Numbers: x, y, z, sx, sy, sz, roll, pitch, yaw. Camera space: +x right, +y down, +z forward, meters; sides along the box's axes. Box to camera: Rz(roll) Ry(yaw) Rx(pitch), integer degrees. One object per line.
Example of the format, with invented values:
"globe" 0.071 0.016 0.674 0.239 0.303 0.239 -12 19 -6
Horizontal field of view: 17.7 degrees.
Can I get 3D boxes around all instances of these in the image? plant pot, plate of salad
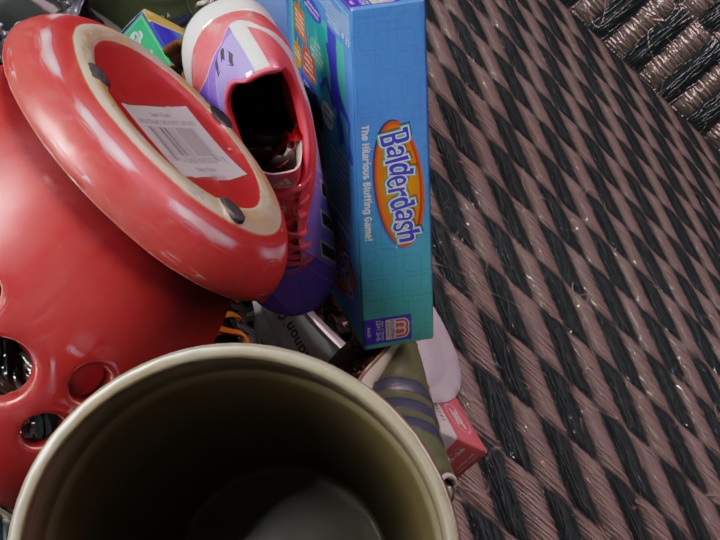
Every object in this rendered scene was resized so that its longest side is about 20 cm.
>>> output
"plant pot" -0.048 0.142 1.068 0.200 0.200 0.174 50 -1 10
"plant pot" -0.151 -0.014 1.130 0.200 0.182 0.201 41 16 -14
"plate of salad" 0.000 0.000 1.464 0.200 0.048 0.200 42 20 -19

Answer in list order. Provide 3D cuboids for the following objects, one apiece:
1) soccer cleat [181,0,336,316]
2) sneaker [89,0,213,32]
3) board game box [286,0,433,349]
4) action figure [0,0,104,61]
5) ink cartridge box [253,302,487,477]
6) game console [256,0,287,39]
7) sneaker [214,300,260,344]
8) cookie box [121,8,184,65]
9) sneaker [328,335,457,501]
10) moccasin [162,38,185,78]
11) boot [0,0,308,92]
"soccer cleat" -0.048 -0.046 1.232 0.073 0.068 0.201 -123 -163 -52
"sneaker" -0.131 -0.192 1.689 0.200 0.090 0.067 29 33 -33
"board game box" -0.002 -0.079 1.297 0.152 0.045 0.201 -122 -153 -59
"action figure" -0.244 -0.113 1.247 0.199 0.102 0.119 8 35 16
"ink cartridge box" -0.017 0.069 1.474 0.200 0.067 0.117 27 27 -50
"game console" -0.105 -0.214 1.836 0.200 0.176 0.116 50 -12 8
"sneaker" -0.091 0.036 1.297 0.078 0.077 0.200 -7 39 -16
"cookie box" -0.083 -0.068 1.612 0.171 0.075 0.200 21 30 -53
"sneaker" 0.014 0.100 1.274 0.090 0.067 0.200 50 19 -11
"moccasin" -0.113 -0.117 1.479 0.200 0.078 0.074 4 25 -14
"boot" -0.139 -0.120 1.327 0.200 0.165 0.066 38 61 -4
